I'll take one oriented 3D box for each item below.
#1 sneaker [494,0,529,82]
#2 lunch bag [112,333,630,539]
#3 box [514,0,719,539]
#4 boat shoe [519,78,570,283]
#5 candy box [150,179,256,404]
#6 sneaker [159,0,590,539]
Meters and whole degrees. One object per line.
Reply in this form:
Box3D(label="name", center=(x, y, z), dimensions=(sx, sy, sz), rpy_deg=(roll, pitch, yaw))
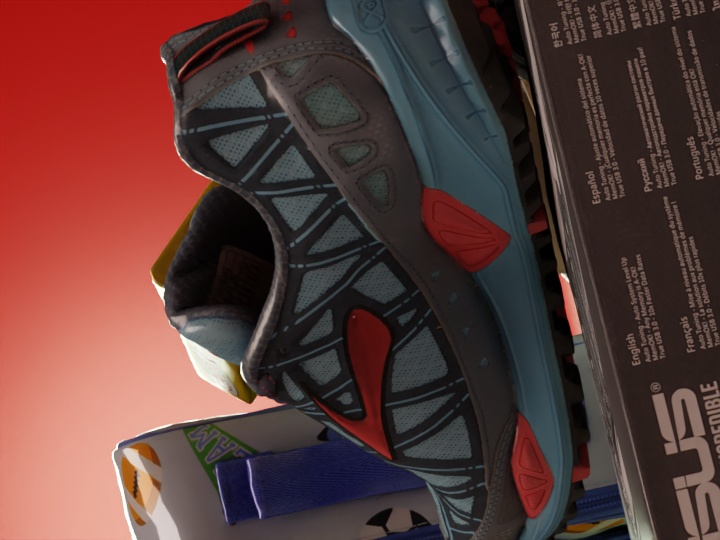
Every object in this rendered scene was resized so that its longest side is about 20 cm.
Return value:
Box3D(label="sneaker", center=(0.042, -0.106, 0.678), dimensions=(0.095, 0.079, 0.201), rpy_deg=(51, 168, 42))
Box3D(label="lunch bag", center=(0.018, 0.069, 0.937), dimensions=(0.160, 0.199, 0.076), rpy_deg=(67, -171, -83))
Box3D(label="box", center=(0.078, 0.035, 0.626), dimensions=(0.158, 0.049, 0.201), rpy_deg=(70, -173, -67))
Box3D(label="boat shoe", center=(0.058, -0.033, 0.828), dimensions=(0.075, 0.068, 0.201), rpy_deg=(-91, -13, -82))
Box3D(label="candy box", center=(0.008, -0.059, 0.883), dimensions=(0.026, 0.201, 0.102), rpy_deg=(31, 168, 16))
Box3D(label="sneaker", center=(0.000, 0.000, 0.732), dimensions=(0.080, 0.095, 0.201), rpy_deg=(-100, -4, -45))
